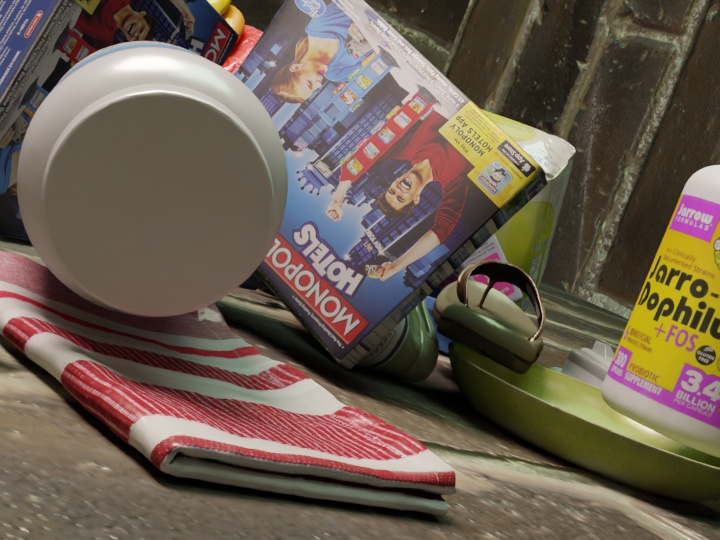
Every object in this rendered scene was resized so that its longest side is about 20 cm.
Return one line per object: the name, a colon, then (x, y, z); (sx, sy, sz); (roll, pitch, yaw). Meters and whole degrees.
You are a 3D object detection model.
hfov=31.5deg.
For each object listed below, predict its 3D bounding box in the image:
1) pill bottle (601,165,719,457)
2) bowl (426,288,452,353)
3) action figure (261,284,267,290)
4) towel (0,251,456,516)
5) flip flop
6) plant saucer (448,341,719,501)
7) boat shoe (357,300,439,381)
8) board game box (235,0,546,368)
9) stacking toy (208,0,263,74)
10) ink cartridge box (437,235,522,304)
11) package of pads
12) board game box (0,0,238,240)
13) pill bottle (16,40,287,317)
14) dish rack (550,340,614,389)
pill bottle: (0.229, 0.007, 0.774); (0.104, 0.201, 0.104); (21, 4, -1)
bowl: (0.026, 0.021, 1.054); (0.200, 0.039, 0.201); (22, 5, -2)
action figure: (-0.078, -0.050, 0.960); (0.200, 0.119, 0.102); (16, -32, 56)
towel: (-0.070, 0.040, 0.513); (0.144, 0.023, 0.200); (17, 7, -42)
flip flop: (0.088, 0.023, 0.835); (0.081, 0.058, 0.200); (22, 4, 6)
plant saucer: (0.142, 0.096, 0.787); (0.199, 0.031, 0.200); (21, 5, -2)
boat shoe: (0.000, 0.000, 0.831); (0.062, 0.072, 0.200); (38, 23, -33)
board game box: (-0.028, -0.043, 0.738); (0.200, 0.200, 0.062); (48, 2, 26)
stacking toy: (-0.138, -0.196, 0.896); (0.116, 0.110, 0.200); (-4, -54, 29)
ink cartridge box: (0.051, -0.067, 0.982); (0.200, 0.042, 0.119); (66, -10, -17)
package of pads: (0.072, -0.069, 1.083); (0.200, 0.155, 0.068); (23, 39, 18)
board game box: (-0.164, -0.090, 0.773); (0.062, 0.200, 0.200); (25, -9, 27)
pill bottle: (-0.090, -0.042, 0.547); (0.108, 0.109, 0.200); (21, 7, -14)
dish rack: (0.272, 0.115, 1.093); (0.171, 0.044, 0.200); (21, 6, -18)
